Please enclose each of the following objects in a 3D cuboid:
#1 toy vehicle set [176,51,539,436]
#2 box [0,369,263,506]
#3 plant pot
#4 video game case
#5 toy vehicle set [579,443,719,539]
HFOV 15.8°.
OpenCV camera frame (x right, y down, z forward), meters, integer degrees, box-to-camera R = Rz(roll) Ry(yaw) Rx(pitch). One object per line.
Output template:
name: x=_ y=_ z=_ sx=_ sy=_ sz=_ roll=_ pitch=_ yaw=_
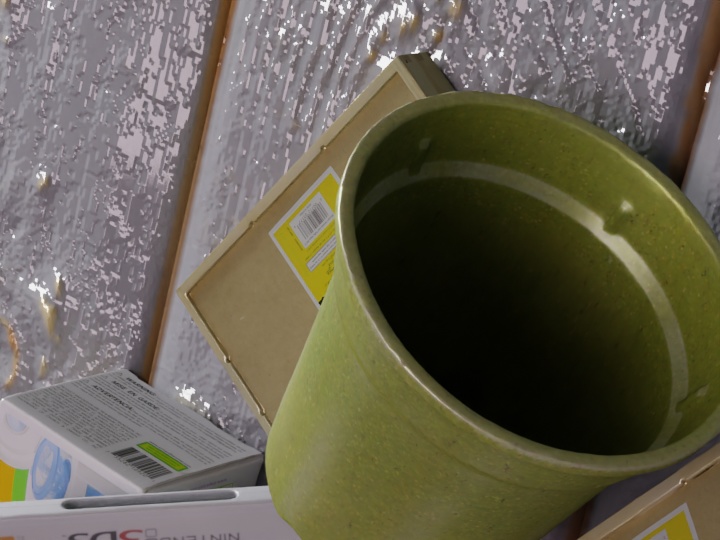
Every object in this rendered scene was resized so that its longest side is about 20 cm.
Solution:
toy vehicle set: x=0.000 y=0.000 z=1.318 sx=0.200 sy=0.026 sz=0.125 roll=-44 pitch=71 yaw=33
box: x=-0.147 y=0.172 z=1.410 sx=0.112 sy=0.101 sz=0.201 roll=29 pitch=113 yaw=30
plant pot: x=0.047 y=0.053 z=1.186 sx=0.201 sy=0.200 sz=0.184 roll=54 pitch=139 yaw=18
video game case: x=-0.103 y=0.207 z=1.338 sx=0.181 sy=0.022 sz=0.201 roll=-3 pitch=113 yaw=-4
toy vehicle set: x=0.143 y=0.158 z=1.139 sx=0.200 sy=0.026 sz=0.125 roll=-38 pitch=49 yaw=32
